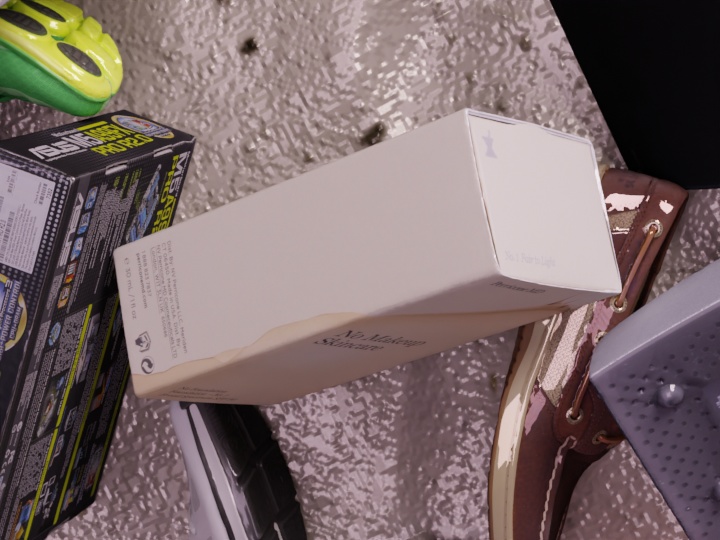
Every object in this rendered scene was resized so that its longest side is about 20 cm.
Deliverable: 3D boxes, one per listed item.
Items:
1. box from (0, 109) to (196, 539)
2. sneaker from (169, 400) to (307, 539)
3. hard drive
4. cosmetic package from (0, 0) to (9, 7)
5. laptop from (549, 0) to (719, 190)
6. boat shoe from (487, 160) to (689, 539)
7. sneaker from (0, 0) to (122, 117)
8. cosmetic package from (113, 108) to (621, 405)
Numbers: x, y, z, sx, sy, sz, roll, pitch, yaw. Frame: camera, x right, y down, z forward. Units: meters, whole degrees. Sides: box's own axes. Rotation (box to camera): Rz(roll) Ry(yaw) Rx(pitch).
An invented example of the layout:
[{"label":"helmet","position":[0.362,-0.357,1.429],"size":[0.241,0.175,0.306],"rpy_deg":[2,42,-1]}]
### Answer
[{"label":"box","position":[-0.146,0.033,0.918],"size":[0.044,0.160,0.201],"rpy_deg":[20,105,10]},{"label":"sneaker","position":[-0.081,0.157,0.966],"size":[0.115,0.076,0.201],"rpy_deg":[-17,97,15]},{"label":"hard drive","position":[0.207,0.032,0.855],"size":[0.199,0.042,0.135],"rpy_deg":[-27,125,12]},{"label":"cosmetic package","position":[-0.112,-0.205,0.874],"size":[0.200,0.107,0.090],"rpy_deg":[-37,108,10]},{"label":"laptop","position":[0.180,-0.137,0.833],"size":[0.199,0.103,0.178],"rpy_deg":[-26,108,7]},{"label":"boat shoe","position":[0.106,0.052,0.904],"size":[0.072,0.072,0.201],"rpy_deg":[13,96,14]},{"label":"sneaker","position":[-0.199,-0.099,0.959],"size":[0.199,0.074,0.084],"rpy_deg":[14,107,24]},{"label":"cosmetic package","position":[0.000,0.000,0.870],"size":[0.199,0.103,0.073],"rpy_deg":[-19,74,35]}]
